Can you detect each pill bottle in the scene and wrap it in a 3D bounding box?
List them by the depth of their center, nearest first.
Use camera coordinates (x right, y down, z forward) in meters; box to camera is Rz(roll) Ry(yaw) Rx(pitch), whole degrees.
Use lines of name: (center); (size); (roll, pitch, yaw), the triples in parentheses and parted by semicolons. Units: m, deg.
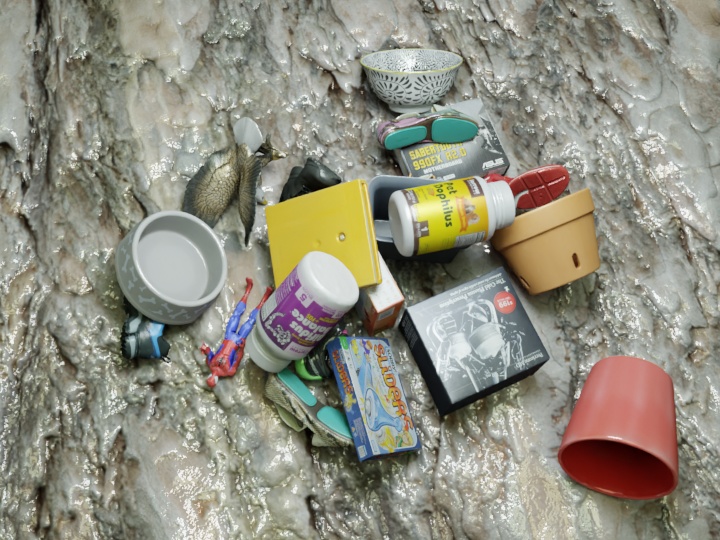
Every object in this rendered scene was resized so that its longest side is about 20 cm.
pill bottle: (-0.101, 0.073, 1.421); (0.111, 0.200, 0.113); (31, 30, -20)
pill bottle: (0.152, -0.094, 1.458); (0.197, 0.110, 0.111); (-12, 70, -11)

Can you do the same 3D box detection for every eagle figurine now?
eagle figurine: (-0.215, -0.157, 1.579); (0.150, 0.151, 0.201); (40, 63, -12)

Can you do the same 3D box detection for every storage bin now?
storage bin: (0.101, -0.088, 1.581); (0.196, 0.135, 0.148); (4, 68, -6)

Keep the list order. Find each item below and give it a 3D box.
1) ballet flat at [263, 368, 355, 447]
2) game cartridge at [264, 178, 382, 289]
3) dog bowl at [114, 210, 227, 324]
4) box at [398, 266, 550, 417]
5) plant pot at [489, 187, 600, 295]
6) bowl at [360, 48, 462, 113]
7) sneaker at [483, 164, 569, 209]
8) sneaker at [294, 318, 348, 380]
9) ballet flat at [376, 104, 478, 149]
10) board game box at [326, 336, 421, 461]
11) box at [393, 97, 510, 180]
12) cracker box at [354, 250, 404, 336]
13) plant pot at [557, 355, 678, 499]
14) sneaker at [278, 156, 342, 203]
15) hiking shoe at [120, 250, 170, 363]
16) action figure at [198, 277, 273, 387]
ballet flat: (-0.082, 0.246, 1.466); (0.199, 0.068, 0.076); (36, 113, 12)
game cartridge: (-0.065, -0.044, 1.480); (0.197, 0.032, 0.180); (-13, 81, 29)
dog bowl: (-0.317, -0.011, 1.497); (0.198, 0.059, 0.203); (18, 57, -29)
box: (0.195, 0.124, 1.524); (0.197, 0.104, 0.184); (-22, 74, -14)
plant pot: (0.341, -0.045, 1.573); (0.197, 0.200, 0.142); (-22, 90, -14)
bowl: (0.098, -0.362, 1.692); (0.197, 0.096, 0.201); (-2, 25, 1)
sneaker: (0.286, -0.163, 1.621); (0.198, 0.079, 0.116); (-22, 32, 19)
sneaker: (-0.056, 0.094, 1.522); (0.082, 0.077, 0.203); (11, 78, 7)
ballet flat: (0.123, -0.275, 1.649); (0.197, 0.070, 0.072); (-11, 49, -10)
board game box: (0.023, 0.211, 1.465); (0.134, 0.034, 0.203); (7, 60, -51)
box: (0.169, -0.235, 1.693); (0.197, 0.048, 0.161); (-16, 71, -13)
cracker box: (0.000, 0.000, 1.534); (0.057, 0.134, 0.202); (-24, 72, -14)
plant pot: (0.441, 0.255, 1.462); (0.198, 0.201, 0.179); (21, 57, 2)
sneaker: (-0.094, -0.141, 1.557); (0.075, 0.200, 0.092); (33, 77, -13)
hiking shoe: (-0.364, 0.059, 1.514); (0.085, 0.074, 0.203); (10, 69, -23)
action figure: (-0.216, 0.102, 1.493); (0.064, 0.099, 0.202); (22, 70, 4)
